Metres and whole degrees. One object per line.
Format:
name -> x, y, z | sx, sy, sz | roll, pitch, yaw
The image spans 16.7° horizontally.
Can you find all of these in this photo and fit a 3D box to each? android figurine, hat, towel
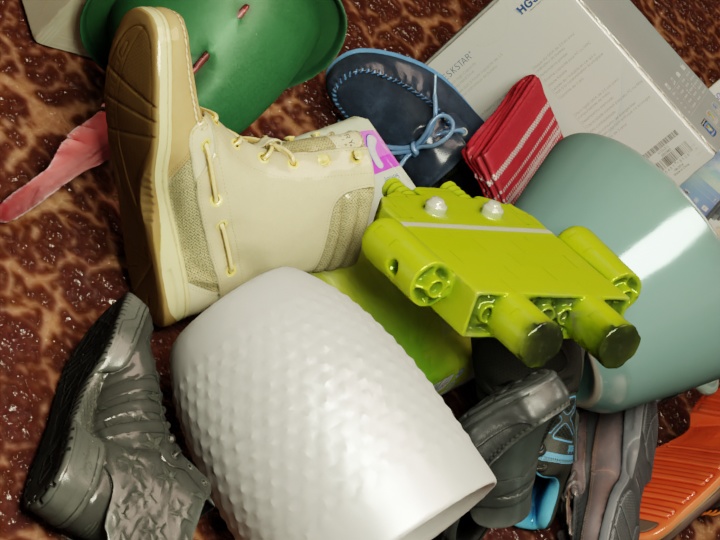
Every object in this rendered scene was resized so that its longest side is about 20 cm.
android figurine -> 0.084, -0.004, 1.521 | 0.181, 0.041, 0.200 | 3, 28, -33
hat -> -0.105, -0.084, 1.550 | 0.166, 0.199, 0.177 | 59, 24, -56
towel -> 0.139, -0.032, 1.818 | 0.201, 0.022, 0.145 | 66, 31, -19

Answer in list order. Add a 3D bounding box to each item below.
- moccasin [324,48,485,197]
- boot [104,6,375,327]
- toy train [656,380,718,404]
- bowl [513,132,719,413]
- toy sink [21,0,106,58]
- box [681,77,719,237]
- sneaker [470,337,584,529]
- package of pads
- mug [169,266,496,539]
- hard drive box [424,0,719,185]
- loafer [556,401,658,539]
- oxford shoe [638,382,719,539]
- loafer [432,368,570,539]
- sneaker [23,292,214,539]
moccasin -> 0.059, -0.092, 1.796 | 0.199, 0.080, 0.068 | 30, 35, -27
boot -> -0.070, -0.076, 1.495 | 0.155, 0.201, 0.073 | -15, 25, -25
toy train -> 0.236, 0.035, 1.860 | 0.114, 0.085, 0.200 | 63, 31, -4
bowl -> 0.159, 0.017, 1.674 | 0.105, 0.201, 0.201 | -35, 84, -23
toy sink -> -0.132, -0.247, 1.612 | 0.112, 0.200, 0.131 | 11, 48, -44
box -> 0.290, -0.081, 1.953 | 0.119, 0.200, 0.041 | 50, 33, 2
sneaker -> 0.112, 0.092, 1.606 | 0.200, 0.073, 0.082 | 72, 21, -50
package of pads -> 0.000, 0.000, 1.643 | 0.201, 0.068, 0.154 | 56, 34, 8
mug -> -0.025, 0.097, 1.464 | 0.176, 0.147, 0.200 | 55, 2, 10
hard drive box -> 0.164, -0.132, 1.895 | 0.200, 0.156, 0.077 | 48, 32, -4
loafer -> 0.162, 0.157, 1.697 | 0.200, 0.063, 0.072 | -69, 151, -46
oxford shoe -> 0.250, 0.157, 1.786 | 0.200, 0.071, 0.073 | -38, 126, -42
loafer -> 0.084, 0.121, 1.507 | 0.068, 0.201, 0.071 | -27, 76, -30
sneaker -> -0.127, 0.111, 1.388 | 0.104, 0.060, 0.200 | 36, 40, -19
